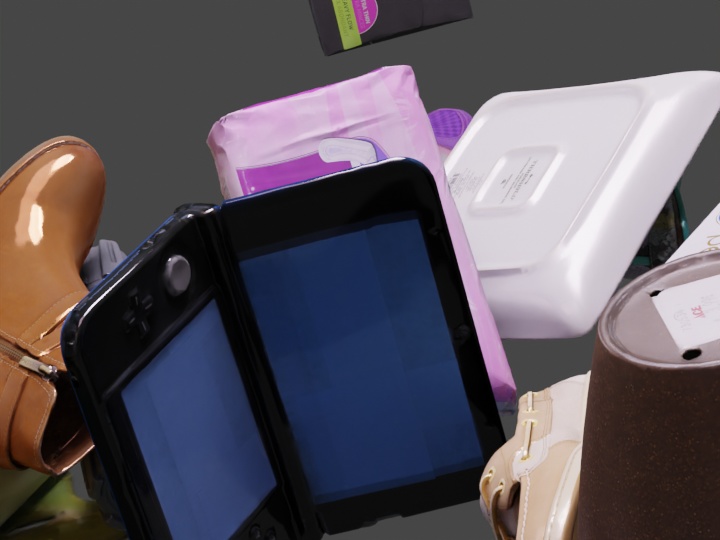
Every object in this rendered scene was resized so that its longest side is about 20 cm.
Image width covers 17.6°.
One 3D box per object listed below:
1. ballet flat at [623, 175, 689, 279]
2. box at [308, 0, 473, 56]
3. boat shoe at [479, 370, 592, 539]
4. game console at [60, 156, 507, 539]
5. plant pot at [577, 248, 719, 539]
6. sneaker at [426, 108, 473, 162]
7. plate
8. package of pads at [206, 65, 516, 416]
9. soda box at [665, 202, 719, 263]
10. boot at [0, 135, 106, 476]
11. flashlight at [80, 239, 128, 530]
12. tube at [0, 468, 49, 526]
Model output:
[{"bbox_3d":[0.163,-0.057,1.403,0.072,0.072,0.201,-11,27,12],"label":"ballet flat"},{"bbox_3d":[0.005,-0.283,1.851,0.124,0.149,0.200,-15,26,1],"label":"box"},{"bbox_3d":[0.092,0.111,1.127,0.069,0.074,0.200,-11,17,17],"label":"boat shoe"},{"bbox_3d":[-0.031,0.068,1.128,0.118,0.201,0.171,1,32,33],"label":"game console"},{"bbox_3d":[0.164,0.098,0.954,0.186,0.201,0.187,-13,26,7],"label":"plant pot"},{"bbox_3d":[0.008,-0.063,1.491,0.080,0.089,0.200,7,33,42],"label":"sneaker"},{"bbox_3d":[0.098,-0.044,1.360,0.199,0.032,0.200,-3,47,49],"label":"plate"},{"bbox_3d":[0.000,0.000,1.267,0.120,0.201,0.076,-17,-14,-5],"label":"package of pads"},{"bbox_3d":[0.211,0.007,1.237,0.068,0.064,0.200,-8,23,37],"label":"soda box"},{"bbox_3d":[-0.162,0.022,1.275,0.154,0.074,0.201,9,70,51],"label":"boot"},{"bbox_3d":[-0.135,0.058,1.314,0.067,0.068,0.200,-25,40,4],"label":"flashlight"},{"bbox_3d":[-0.190,0.091,1.355,0.052,0.058,0.200,-49,-1,38],"label":"tube"}]
